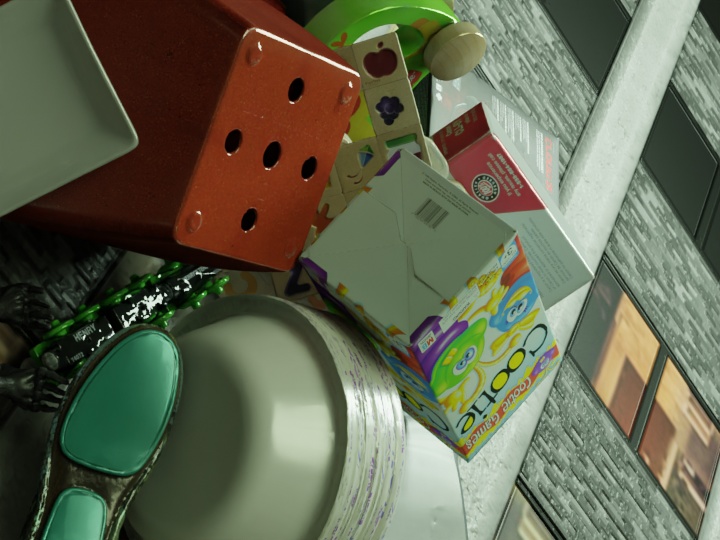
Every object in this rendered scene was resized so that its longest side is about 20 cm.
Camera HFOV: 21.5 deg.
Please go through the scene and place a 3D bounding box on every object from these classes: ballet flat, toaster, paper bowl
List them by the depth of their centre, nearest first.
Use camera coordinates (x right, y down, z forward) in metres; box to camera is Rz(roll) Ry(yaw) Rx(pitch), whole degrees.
[{"bbox_3d":[-0.167,0.127,1.155,0.074,0.074,0.201,36,69,-37],"label":"ballet flat"},{"bbox_3d":[-0.078,0.114,1.200,0.104,0.200,0.202,18,58,-48],"label":"paper bowl"},{"bbox_3d":[-0.001,0.184,1.349,0.129,0.113,0.201,14,64,-45],"label":"toaster"}]

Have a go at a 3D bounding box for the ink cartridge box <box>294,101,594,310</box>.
[{"bbox_3d":[0.053,-0.008,1.437,0.145,0.199,0.084,53,11,-20],"label":"ink cartridge box"}]

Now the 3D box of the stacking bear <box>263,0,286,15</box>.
[{"bbox_3d":[-0.123,-0.232,1.406,0.113,0.121,0.201,-33,105,-21],"label":"stacking bear"}]

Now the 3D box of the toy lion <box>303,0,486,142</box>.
[{"bbox_3d":[-0.031,-0.130,1.401,0.191,0.200,0.069,5,41,-47],"label":"toy lion"}]

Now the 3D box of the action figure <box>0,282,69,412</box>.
[{"bbox_3d":[-0.255,0.041,1.091,0.200,0.102,0.120,1,83,-55],"label":"action figure"}]

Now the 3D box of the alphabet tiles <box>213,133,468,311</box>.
[{"bbox_3d":[0.000,0.000,1.384,0.200,0.195,0.015,54,10,-19],"label":"alphabet tiles"}]

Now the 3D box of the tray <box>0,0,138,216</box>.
[{"bbox_3d":[-0.235,-0.080,1.110,0.108,0.199,0.022,64,12,-7],"label":"tray"}]

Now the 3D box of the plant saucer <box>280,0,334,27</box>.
[{"bbox_3d":[-0.071,-0.248,1.448,0.027,0.200,0.201,-27,96,-17],"label":"plant saucer"}]

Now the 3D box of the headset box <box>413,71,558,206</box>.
[{"bbox_3d":[0.093,-0.073,1.586,0.200,0.077,0.150,32,50,-38],"label":"headset box"}]

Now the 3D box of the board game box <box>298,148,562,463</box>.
[{"bbox_3d":[0.051,0.028,1.268,0.103,0.105,0.200,-47,151,-10],"label":"board game box"}]

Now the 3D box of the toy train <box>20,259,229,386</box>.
[{"bbox_3d":[-0.158,0.031,1.264,0.042,0.056,0.200,59,35,-2],"label":"toy train"}]

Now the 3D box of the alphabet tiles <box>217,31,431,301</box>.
[{"bbox_3d":[-0.049,-0.062,1.344,0.008,0.199,0.168,-101,176,-75],"label":"alphabet tiles"}]

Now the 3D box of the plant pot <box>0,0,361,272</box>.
[{"bbox_3d":[-0.119,-0.098,1.190,0.199,0.176,0.201,15,95,-58],"label":"plant pot"}]
